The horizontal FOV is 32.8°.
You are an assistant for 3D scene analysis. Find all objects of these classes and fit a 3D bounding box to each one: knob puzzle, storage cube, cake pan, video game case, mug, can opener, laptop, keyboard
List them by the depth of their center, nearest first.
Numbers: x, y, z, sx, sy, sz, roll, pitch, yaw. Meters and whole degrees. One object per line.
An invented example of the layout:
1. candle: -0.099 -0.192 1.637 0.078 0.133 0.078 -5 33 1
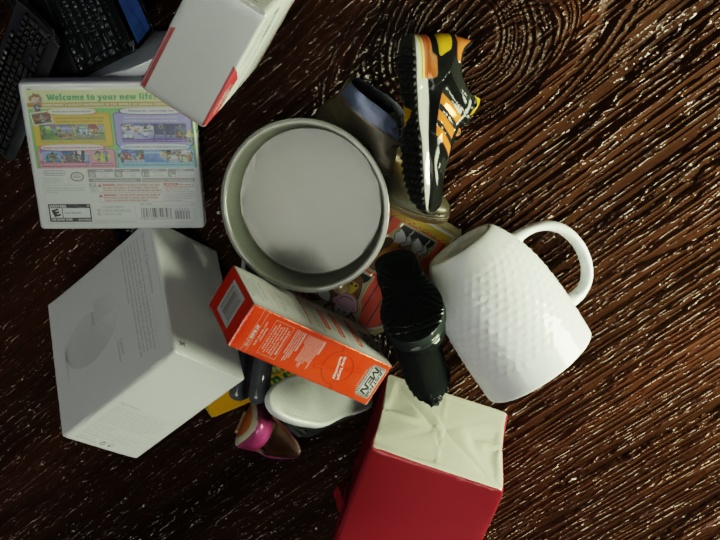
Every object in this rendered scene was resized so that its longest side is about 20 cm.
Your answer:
1. laptop: -0.323 -0.309 1.343 0.199 0.103 0.179 -21 98 19
2. cake pan: -0.061 -0.076 1.401 0.198 0.037 0.202 3 106 12
3. video game case: -0.284 -0.135 1.418 0.198 0.022 0.184 0 118 3
4. keyboard: -0.421 -0.236 1.437 0.127 0.021 0.200 46 129 14
5. mug: 0.185 0.026 1.445 0.199 0.148 0.176 -36 99 -5
6. knob puzzle: 0.000 0.000 1.477 0.217 0.030 0.222 -2 111 -5
7. can opener: -0.133 0.059 1.478 0.053 0.067 0.202 6 89 19
8. storage cube: 0.076 0.271 1.565 0.198 0.171 0.181 19 119 -1

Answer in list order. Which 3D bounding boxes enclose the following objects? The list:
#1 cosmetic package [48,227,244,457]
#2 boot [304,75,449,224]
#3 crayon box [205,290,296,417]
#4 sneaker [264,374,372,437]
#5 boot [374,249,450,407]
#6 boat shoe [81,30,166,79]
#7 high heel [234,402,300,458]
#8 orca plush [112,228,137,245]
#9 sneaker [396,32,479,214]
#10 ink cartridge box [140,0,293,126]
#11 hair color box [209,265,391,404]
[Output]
1. cosmetic package: -0.264 0.085 1.493 0.200 0.201 0.123 -37 140 26
2. boot: 0.036 -0.137 1.411 0.199 0.075 0.097 32 121 -6
3. crayon box: -0.135 0.097 1.572 0.199 0.058 0.119 -24 111 20
4. sneaker: -0.075 0.178 1.545 0.099 0.199 0.071 -31 73 30
5. boot: 0.067 0.086 1.413 0.073 0.199 0.164 -16 121 -1
6. boat shoe: -0.286 -0.213 1.433 0.199 0.070 0.066 -23 130 16
7. high heel: -0.111 0.215 1.569 0.095 0.068 0.200 25 164 -5
8. orca plush: -0.296 -0.068 1.505 0.104 0.071 0.201 19 119 -1
9. sneaker: 0.094 -0.165 1.366 0.089 0.070 0.202 -7 100 -16
10. ink cartridge box: -0.140 -0.262 1.304 0.083 0.200 0.145 32 118 -4
11. hair color box: -0.069 0.076 1.419 0.199 0.102 0.061 26 105 -30
